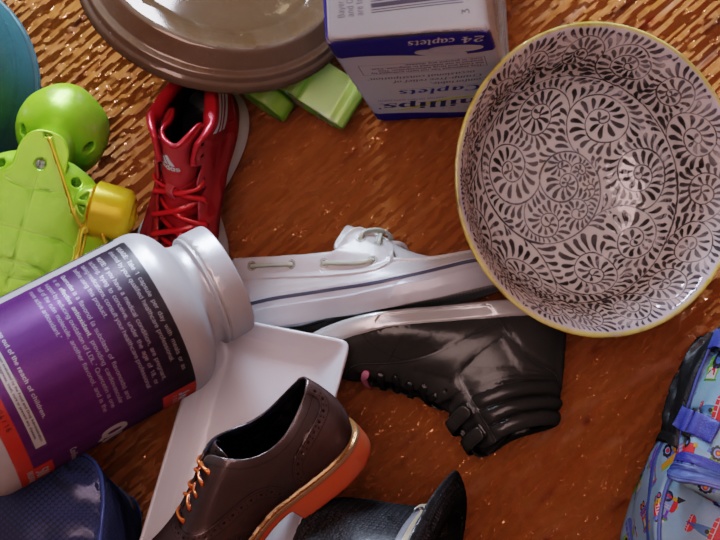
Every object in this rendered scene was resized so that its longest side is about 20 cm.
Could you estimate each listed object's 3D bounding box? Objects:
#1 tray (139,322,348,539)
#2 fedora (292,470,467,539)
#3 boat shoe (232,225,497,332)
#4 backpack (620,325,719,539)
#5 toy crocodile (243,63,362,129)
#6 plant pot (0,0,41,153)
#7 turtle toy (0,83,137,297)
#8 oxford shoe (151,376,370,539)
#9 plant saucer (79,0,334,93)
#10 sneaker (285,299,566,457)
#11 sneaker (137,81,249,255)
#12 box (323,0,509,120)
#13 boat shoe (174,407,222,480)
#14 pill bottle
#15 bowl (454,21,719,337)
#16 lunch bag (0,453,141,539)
[{"bbox_3d":[-0.079,0.134,0.944,0.107,0.022,0.201,11,74,17],"label":"tray"},{"bbox_3d":[-0.001,0.203,0.894,0.091,0.201,0.202,16,84,14],"label":"fedora"},{"bbox_3d":[0.000,0.000,0.988,0.198,0.074,0.067,-11,81,8],"label":"boat shoe"},{"bbox_3d":[0.258,0.150,0.887,0.182,0.135,0.201,26,82,11],"label":"backpack"},{"bbox_3d":[-0.084,-0.170,1.035,0.200,0.062,0.068,37,89,12],"label":"toy crocodile"},{"bbox_3d":[-0.355,-0.147,1.011,0.198,0.188,0.202,-2,80,9],"label":"plant pot"},{"bbox_3d":[-0.231,-0.038,1.015,0.145,0.101,0.202,15,85,-4],"label":"turtle toy"},{"bbox_3d":[-0.091,0.143,0.881,0.200,0.071,0.073,-40,119,-8],"label":"oxford shoe"},{"bbox_3d":[-0.100,-0.207,1.005,0.198,0.030,0.201,7,53,-10],"label":"plant saucer"},{"bbox_3d":[0.047,0.080,0.969,0.198,0.071,0.100,-7,75,4],"label":"sneaker"},{"bbox_3d":[-0.133,-0.046,0.995,0.078,0.116,0.202,5,82,10],"label":"sneaker"},{"bbox_3d":[0.039,-0.212,0.950,0.104,0.200,0.186,-5,80,10],"label":"box"},{"bbox_3d":[-0.070,0.178,0.973,0.064,0.071,0.201,-20,77,6],"label":"boat shoe"},{"bbox_3d":[-0.171,0.050,0.909,0.199,0.113,0.113,-28,77,-18],"label":"pill bottle"},{"bbox_3d":[0.142,-0.057,0.950,0.199,0.094,0.203,0,89,-16],"label":"bowl"},{"bbox_3d":[-0.219,0.229,0.957,0.135,0.132,0.202,0,70,7],"label":"lunch bag"}]
